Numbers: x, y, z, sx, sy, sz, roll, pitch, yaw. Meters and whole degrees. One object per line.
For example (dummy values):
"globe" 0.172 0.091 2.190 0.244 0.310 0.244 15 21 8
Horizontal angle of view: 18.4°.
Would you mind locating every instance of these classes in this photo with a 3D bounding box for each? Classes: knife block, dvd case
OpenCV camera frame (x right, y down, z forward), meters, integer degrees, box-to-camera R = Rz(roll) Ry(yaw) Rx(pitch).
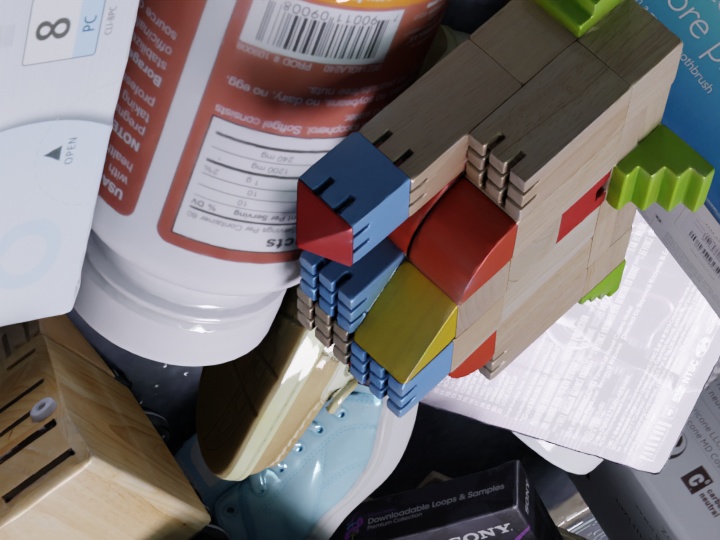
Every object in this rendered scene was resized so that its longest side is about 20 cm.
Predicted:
"knife block" -0.101 0.094 0.873 0.064 0.200 0.176 -36 117 1
"dvd case" 0.065 -0.005 0.921 0.199 0.016 0.149 17 113 -15

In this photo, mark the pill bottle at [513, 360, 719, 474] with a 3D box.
"pill bottle" 0.138 -0.009 0.999 0.200 0.114 0.114 -46 145 14

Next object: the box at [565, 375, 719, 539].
"box" 0.232 0.101 1.133 0.199 0.199 0.131 -28 148 -9

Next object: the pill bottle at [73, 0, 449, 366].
"pill bottle" -0.041 -0.066 0.779 0.112 0.112 0.200 -8 138 -34

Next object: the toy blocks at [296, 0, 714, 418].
"toy blocks" 0.036 -0.013 0.764 0.137 0.100 0.200 -41 160 -19

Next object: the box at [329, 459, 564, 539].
"box" 0.050 0.187 1.124 0.142 0.036 0.200 -17 127 18

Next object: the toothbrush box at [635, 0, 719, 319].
"toothbrush box" 0.192 -0.084 0.848 0.200 0.147 0.085 -34 170 -10

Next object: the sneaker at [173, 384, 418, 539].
"sneaker" -0.040 0.083 0.993 0.082 0.074 0.200 -9 138 -40

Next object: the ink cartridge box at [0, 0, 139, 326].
"ink cartridge box" -0.173 -0.038 0.695 0.199 0.047 0.160 -14 141 -32

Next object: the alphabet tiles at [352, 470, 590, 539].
"alphabet tiles" 0.050 0.177 1.143 0.199 0.006 0.167 25 129 -18

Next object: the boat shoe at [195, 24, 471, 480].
"boat shoe" -0.001 -0.002 0.870 0.063 0.073 0.201 19 104 -29
